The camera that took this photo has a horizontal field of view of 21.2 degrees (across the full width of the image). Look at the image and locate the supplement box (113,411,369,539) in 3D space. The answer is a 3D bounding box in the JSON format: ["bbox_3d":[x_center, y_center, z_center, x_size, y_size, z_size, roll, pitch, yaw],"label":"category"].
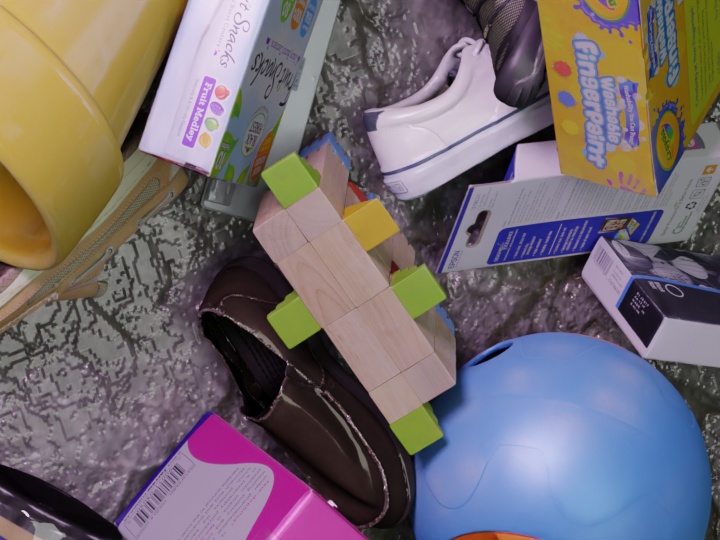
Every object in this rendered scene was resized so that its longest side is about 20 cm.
[{"bbox_3d":[-0.063,0.176,1.193,0.103,0.200,0.101,43,83,-21],"label":"supplement box"}]

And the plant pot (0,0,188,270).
[{"bbox_3d":[-0.197,-0.135,1.106,0.201,0.200,0.189,44,66,-21],"label":"plant pot"}]

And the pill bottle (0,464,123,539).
[{"bbox_3d":[-0.237,0.229,1.183,0.111,0.112,0.201,29,88,-23],"label":"pill bottle"}]

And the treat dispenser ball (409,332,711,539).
[{"bbox_3d":[0.130,0.141,1.262,0.199,0.201,0.203,-4,100,-20],"label":"treat dispenser ball"}]

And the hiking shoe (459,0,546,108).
[{"bbox_3d":[0.075,-0.191,1.231,0.100,0.076,0.202,4,60,-9],"label":"hiking shoe"}]

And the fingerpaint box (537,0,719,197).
[{"bbox_3d":[0.176,-0.178,1.183,0.167,0.073,0.201,-56,148,-32],"label":"fingerpaint box"}]

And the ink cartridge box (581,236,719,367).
[{"bbox_3d":[0.258,0.029,1.334,0.199,0.100,0.039,9,120,-31],"label":"ink cartridge box"}]

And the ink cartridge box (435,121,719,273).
[{"bbox_3d":[0.147,-0.048,1.299,0.198,0.037,0.095,-10,146,-21],"label":"ink cartridge box"}]

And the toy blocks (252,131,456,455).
[{"bbox_3d":[0.000,0.000,1.228,0.099,0.137,0.201,-32,105,13],"label":"toy blocks"}]

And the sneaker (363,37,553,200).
[{"bbox_3d":[0.092,-0.124,1.273,0.199,0.073,0.071,-33,107,-15],"label":"sneaker"}]

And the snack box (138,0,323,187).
[{"bbox_3d":[-0.064,-0.155,1.161,0.053,0.142,0.202,20,93,9],"label":"snack box"}]

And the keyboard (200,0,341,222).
[{"bbox_3d":[-0.052,-0.131,1.251,0.056,0.011,0.202,14,94,-28],"label":"keyboard"}]

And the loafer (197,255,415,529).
[{"bbox_3d":[-0.044,0.089,1.229,0.201,0.073,0.071,53,39,2],"label":"loafer"}]

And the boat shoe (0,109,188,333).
[{"bbox_3d":[-0.185,-0.007,1.191,0.200,0.072,0.076,-42,126,-8],"label":"boat shoe"}]
